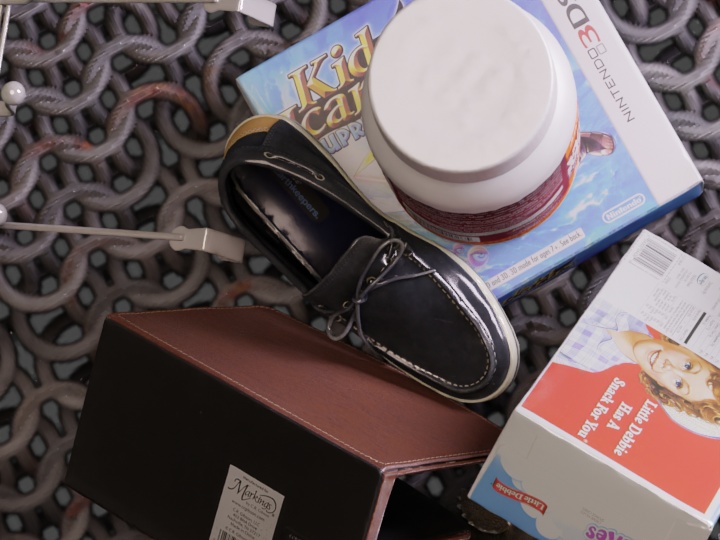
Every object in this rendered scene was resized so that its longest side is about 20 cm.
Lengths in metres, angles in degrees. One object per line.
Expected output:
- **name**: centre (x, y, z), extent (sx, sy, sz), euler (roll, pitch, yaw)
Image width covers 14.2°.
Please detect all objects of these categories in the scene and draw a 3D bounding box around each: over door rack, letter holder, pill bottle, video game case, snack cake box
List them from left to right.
- **over door rack**: centre (-0.155, -0.090, 1.589), extent (0.199, 0.067, 0.149), euler (6, 83, 21)
- **letter holder**: centre (-0.031, 0.101, 1.529), extent (0.199, 0.142, 0.101), euler (27, 110, 34)
- **video game case**: centre (0.060, -0.075, 1.599), extent (0.199, 0.045, 0.182), euler (-30, 80, 1)
- **pill bottle**: centre (0.057, -0.079, 1.475), extent (0.109, 0.200, 0.110), euler (-1, 83, 5)
- **snack cake box**: centre (0.151, 0.073, 1.496), extent (0.115, 0.200, 0.067), euler (32, 127, 8)

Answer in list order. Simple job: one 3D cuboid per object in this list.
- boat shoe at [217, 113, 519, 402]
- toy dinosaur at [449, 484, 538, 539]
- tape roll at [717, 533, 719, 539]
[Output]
- **boat shoe**: centre (0.000, 0.000, 1.526), extent (0.200, 0.062, 0.075), euler (44, 116, -2)
- **toy dinosaur**: centre (0.030, 0.167, 1.564), extent (0.199, 0.077, 0.103), euler (-13, 69, 9)
- **tape roll**: centre (0.294, 0.175, 1.464), extent (0.202, 0.203, 0.140), euler (-14, 82, 3)
